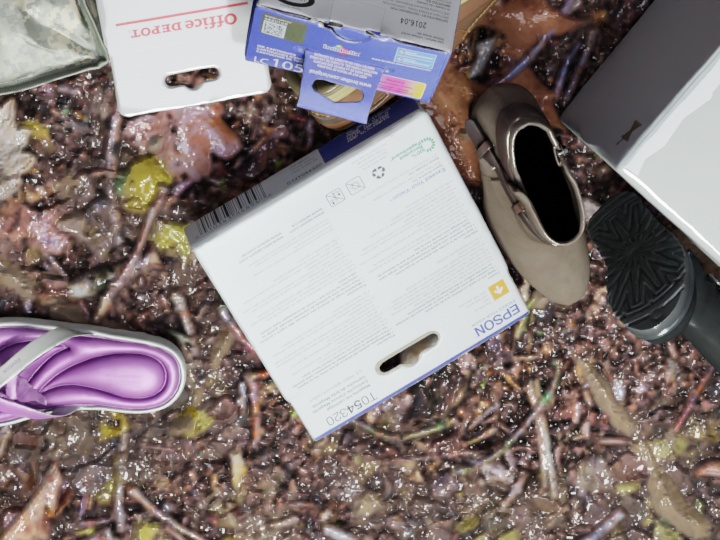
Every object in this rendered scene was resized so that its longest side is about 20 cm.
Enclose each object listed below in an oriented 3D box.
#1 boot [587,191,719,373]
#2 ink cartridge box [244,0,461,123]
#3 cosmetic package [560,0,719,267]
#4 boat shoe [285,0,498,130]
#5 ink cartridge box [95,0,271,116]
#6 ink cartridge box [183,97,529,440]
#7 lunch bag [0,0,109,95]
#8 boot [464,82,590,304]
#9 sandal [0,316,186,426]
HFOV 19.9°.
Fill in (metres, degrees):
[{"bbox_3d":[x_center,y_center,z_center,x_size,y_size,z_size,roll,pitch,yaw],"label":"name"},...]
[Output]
[{"bbox_3d":[0.258,0.049,1.510,0.065,0.165,0.200,-35,119,17],"label":"boot"},{"bbox_3d":[0.001,-0.201,1.388,0.135,0.076,0.202,13,64,-4],"label":"ink cartridge box"},{"bbox_3d":[0.283,-0.093,1.481,0.200,0.167,0.167,39,97,-18],"label":"cosmetic package"},{"bbox_3d":[0.037,-0.176,1.475,0.199,0.072,0.068,-38,142,-5],"label":"boat shoe"},{"bbox_3d":[-0.133,-0.218,1.426,0.115,0.067,0.202,-10,107,-8],"label":"ink cartridge box"},{"bbox_3d":[0.000,0.000,1.518,0.195,0.043,0.201,-30,123,0],"label":"ink cartridge box"},{"bbox_3d":[-0.279,-0.180,1.361,0.198,0.164,0.119,-16,114,-5],"label":"lunch bag"},{"bbox_3d":[0.131,-0.044,1.480,0.070,0.146,0.201,-31,109,-2],"label":"boot"},{"bbox_3d":[-0.227,0.076,1.503,0.200,0.050,0.083,-5,106,-8],"label":"sandal"}]
